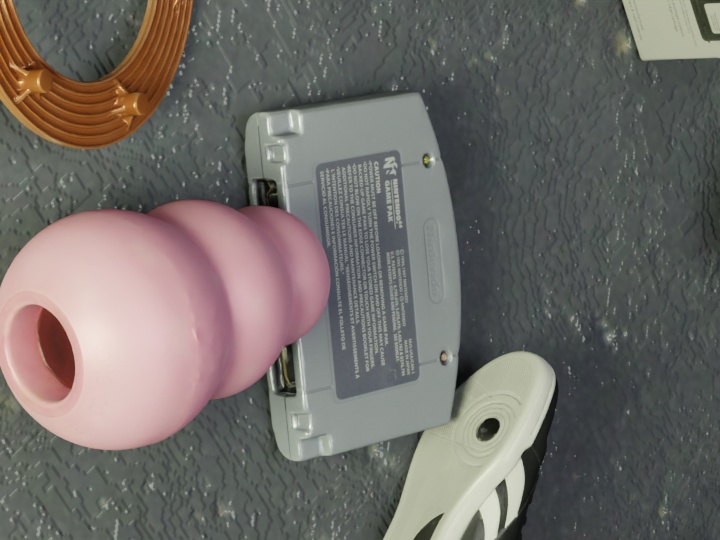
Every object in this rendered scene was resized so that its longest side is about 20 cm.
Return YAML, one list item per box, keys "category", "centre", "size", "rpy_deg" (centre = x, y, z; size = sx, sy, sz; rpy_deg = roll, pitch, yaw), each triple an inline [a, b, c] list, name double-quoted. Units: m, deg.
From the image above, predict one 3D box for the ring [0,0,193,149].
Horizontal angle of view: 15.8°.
- category: "ring"
  centre: [-0.140, -0.163, 1.337]
  size: [0.200, 0.019, 0.201]
  rpy_deg: [-2, 92, -60]

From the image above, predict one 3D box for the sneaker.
- category: "sneaker"
  centre: [0.078, 0.156, 1.556]
  size: [0.112, 0.073, 0.200]
  rpy_deg: [40, 75, -39]

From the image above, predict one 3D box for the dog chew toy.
- category: "dog chew toy"
  centre: [-0.095, 0.018, 1.361]
  size: [0.200, 0.124, 0.125]
  rpy_deg: [-20, 106, -46]

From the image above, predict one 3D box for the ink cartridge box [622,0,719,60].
- category: "ink cartridge box"
  centre: [0.274, -0.184, 1.619]
  size: [0.116, 0.200, 0.068]
  rpy_deg: [-33, 113, -36]

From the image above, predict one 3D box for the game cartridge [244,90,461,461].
- category: "game cartridge"
  centre: [0.000, 0.000, 1.496]
  size: [0.133, 0.041, 0.200]
  rpy_deg: [-10, 99, -37]
